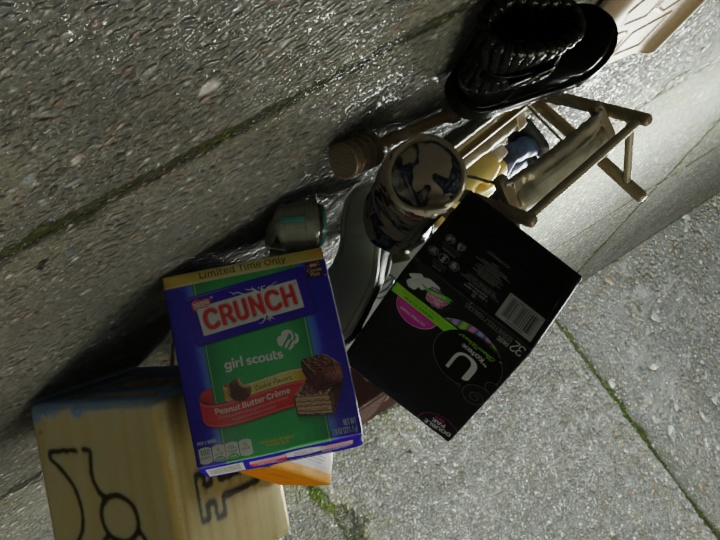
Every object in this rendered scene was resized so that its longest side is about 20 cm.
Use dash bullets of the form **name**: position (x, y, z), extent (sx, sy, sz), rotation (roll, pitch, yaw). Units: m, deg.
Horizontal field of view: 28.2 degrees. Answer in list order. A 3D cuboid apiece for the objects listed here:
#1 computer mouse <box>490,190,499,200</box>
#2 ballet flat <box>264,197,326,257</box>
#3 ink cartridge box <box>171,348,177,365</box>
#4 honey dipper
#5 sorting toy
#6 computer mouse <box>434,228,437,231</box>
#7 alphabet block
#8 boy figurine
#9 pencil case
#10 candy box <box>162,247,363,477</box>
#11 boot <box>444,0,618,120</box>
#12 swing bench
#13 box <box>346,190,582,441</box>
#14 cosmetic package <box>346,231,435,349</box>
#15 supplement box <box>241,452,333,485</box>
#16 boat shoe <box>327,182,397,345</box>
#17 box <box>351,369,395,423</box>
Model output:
- **computer mouse**: position (0.157, -0.079, 1.832), extent (0.059, 0.034, 0.200), rotation (-13, -154, 4)
- **ballet flat**: position (-0.071, -0.030, 1.540), extent (0.064, 0.068, 0.200), rotation (-6, 164, -5)
- **ink cartridge box**: position (-0.126, 0.085, 1.757), extent (0.200, 0.083, 0.147), rotation (-31, 168, -19)
- **honey dipper**: position (0.042, -0.138, 1.464), extent (0.200, 0.038, 0.038), rotation (-28, 167, -47)
- **sorting toy**: position (0.316, -0.293, 1.635), extent (0.200, 0.037, 0.185), rotation (-20, 162, -39)
- **computer mouse**: position (0.045, -0.025, 1.842), extent (0.200, 0.046, 0.140), rotation (-6, 139, -54)
- **alphabet block**: position (-0.217, 0.219, 1.574), extent (0.195, 0.200, 0.196), rotation (-4, -173, 34)
- **boy figurine**: position (0.139, -0.111, 1.778), extent (0.200, 0.064, 0.124), rotation (-30, 168, -22)
- **pencil case**: position (0.052, -0.071, 1.429), extent (0.078, 0.090, 0.200), rotation (-18, 172, -10)
- **candy box**: position (-0.098, 0.092, 1.450), extent (0.169, 0.200, 0.077), rotation (-12, 164, -4)
- **boot**: position (0.186, -0.228, 1.389), extent (0.211, 0.079, 0.158), rotation (-31, 168, -21)
- **swing bench**: position (0.173, -0.113, 1.542), extent (0.199, 0.200, 0.130), rotation (-40, 146, -24)
- **box**: position (0.100, 0.050, 1.458), extent (0.124, 0.148, 0.200), rotation (-49, 176, -39)
- **cosmetic package**: position (0.052, 0.031, 1.715), extent (0.151, 0.052, 0.200), rotation (-25, 160, -36)
- **supplement box**: position (-0.084, 0.125, 1.554), extent (0.073, 0.200, 0.126), rotation (-4, 161, 29)
- **boat shoe**: position (0.000, 0.000, 1.562), extent (0.075, 0.200, 0.062), rotation (-7, 144, 25)
- **box**: position (-0.018, 0.125, 2.029), extent (0.200, 0.166, 0.164), rotation (-30, 167, -23)
